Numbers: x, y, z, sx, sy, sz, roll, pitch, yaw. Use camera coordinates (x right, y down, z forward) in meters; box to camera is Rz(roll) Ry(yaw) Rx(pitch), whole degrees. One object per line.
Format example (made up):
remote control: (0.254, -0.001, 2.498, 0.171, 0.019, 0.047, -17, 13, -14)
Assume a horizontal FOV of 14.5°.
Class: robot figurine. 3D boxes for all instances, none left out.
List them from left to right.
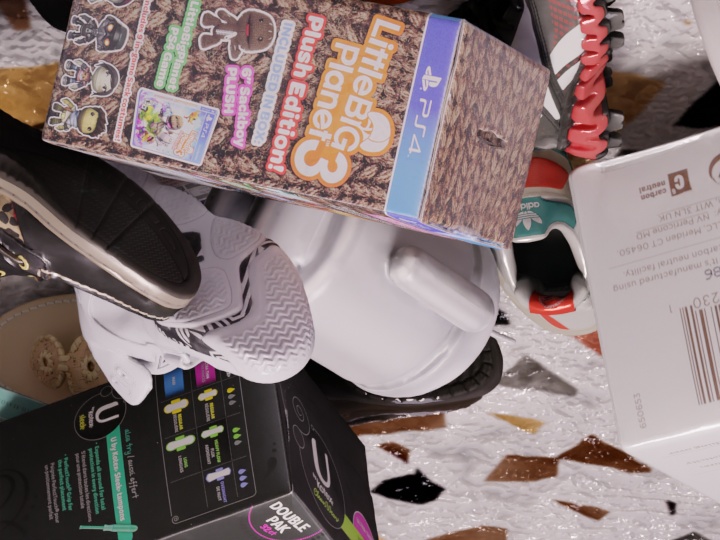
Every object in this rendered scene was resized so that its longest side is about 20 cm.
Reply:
robot figurine: (0.000, 0.000, 1.582, 0.200, 0.113, 0.170, 32, 172, -40)

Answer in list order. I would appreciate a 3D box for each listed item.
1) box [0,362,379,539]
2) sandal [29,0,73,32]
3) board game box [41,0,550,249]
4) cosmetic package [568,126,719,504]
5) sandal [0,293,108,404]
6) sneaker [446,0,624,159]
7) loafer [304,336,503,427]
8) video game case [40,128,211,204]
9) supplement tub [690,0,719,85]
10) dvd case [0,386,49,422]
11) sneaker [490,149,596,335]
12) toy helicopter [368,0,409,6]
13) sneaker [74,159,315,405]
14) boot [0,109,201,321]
box: (-0.106, 0.145, 1.626, 0.200, 0.124, 0.149, -20, 140, 12)
sandal: (-0.163, -0.172, 1.419, 0.075, 0.045, 0.200, -13, 144, 16)
board game box: (-0.028, -0.082, 1.404, 0.200, 0.097, 0.159, 12, 179, 18)
cosmetic package: (0.235, 0.022, 1.576, 0.167, 0.166, 0.200, -17, 160, 19)
sandal: (-0.130, 0.058, 1.690, 0.212, 0.078, 0.070, 12, 176, 5)
sneaker: (0.087, -0.125, 1.480, 0.098, 0.071, 0.200, -5, 147, 1)
loafer: (-0.010, 0.062, 1.759, 0.200, 0.073, 0.071, -1, 156, 7)
video game case: (-0.060, -0.050, 1.625, 0.200, 0.023, 0.182, -16, 143, 17)
supplement tub: (0.275, -0.147, 1.398, 0.200, 0.140, 0.140, -20, 142, 24)
dvd case: (-0.217, 0.095, 1.747, 0.146, 0.022, 0.200, 23, 168, -33)
sneaker: (0.106, 0.000, 1.644, 0.070, 0.093, 0.200, -8, 145, 9)
toy helicopter: (-0.060, -0.185, 1.404, 0.200, 0.079, 0.132, 26, 147, -19)
sneaker: (-0.089, 0.025, 1.505, 0.075, 0.200, 0.115, -35, 138, -24)
boot: (-0.194, 0.001, 1.434, 0.200, 0.073, 0.151, 30, 118, -7)
